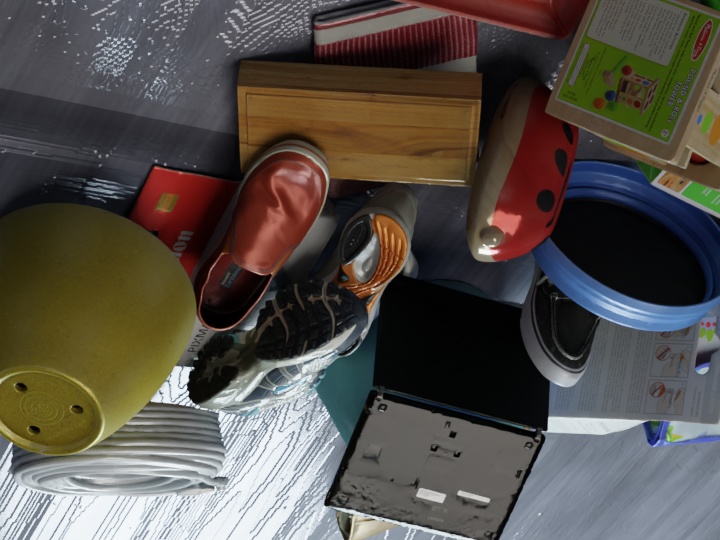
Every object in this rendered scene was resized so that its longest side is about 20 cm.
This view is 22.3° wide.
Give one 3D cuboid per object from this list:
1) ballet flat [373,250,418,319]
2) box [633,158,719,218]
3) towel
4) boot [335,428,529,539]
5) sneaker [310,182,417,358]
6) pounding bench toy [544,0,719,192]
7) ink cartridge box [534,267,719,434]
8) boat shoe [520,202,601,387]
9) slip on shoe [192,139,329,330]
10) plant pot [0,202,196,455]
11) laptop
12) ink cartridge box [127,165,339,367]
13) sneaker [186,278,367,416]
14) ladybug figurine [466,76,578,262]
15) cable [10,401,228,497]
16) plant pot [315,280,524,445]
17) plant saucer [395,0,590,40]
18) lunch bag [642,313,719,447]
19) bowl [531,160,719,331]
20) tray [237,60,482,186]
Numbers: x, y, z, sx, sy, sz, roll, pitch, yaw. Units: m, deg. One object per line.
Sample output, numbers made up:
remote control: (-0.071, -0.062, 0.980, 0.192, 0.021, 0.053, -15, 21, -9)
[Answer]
ballet flat: (-0.020, 0.046, 1.728, 0.200, 0.070, 0.069, -41, 138, 17)
box: (0.365, -0.152, 1.677, 0.176, 0.097, 0.200, 22, 121, -39)
towel: (0.031, -0.153, 1.562, 0.143, 0.023, 0.201, -15, 138, -9)
boot: (0.079, 0.219, 1.960, 0.198, 0.066, 0.176, -11, 138, -15)
sneaker: (0.000, 0.000, 1.645, 0.075, 0.092, 0.200, 35, 131, -3)
pounding bench toy: (0.273, -0.188, 1.529, 0.156, 0.124, 0.202, 15, 98, -59)
ink cartridge box: (0.261, 0.075, 1.737, 0.198, 0.161, 0.047, 1, 155, 28)
boat shoe: (0.201, 0.018, 1.698, 0.073, 0.200, 0.068, 30, 133, -11)
slip on shoe: (-0.084, -0.026, 1.539, 0.074, 0.061, 0.201, 25, 123, -16)
plant pot: (-0.245, 0.067, 1.508, 0.198, 0.143, 0.201, 4, 131, 4)
laptop: (0.074, 0.130, 1.683, 0.176, 0.103, 0.201, 15, 113, -16)
ink cartridge box: (-0.138, 0.004, 1.628, 0.175, 0.045, 0.201, 6, 131, -33)
sneaker: (-0.061, 0.073, 1.637, 0.199, 0.078, 0.086, -27, 140, 34)
ladybug figurine: (0.141, -0.082, 1.561, 0.071, 0.201, 0.137, 13, 135, 10)
cable: (-0.222, 0.163, 1.678, 0.198, 0.070, 0.200, -1, 165, -2)
plant pot: (0.072, 0.137, 1.790, 0.199, 0.162, 0.202, -14, 139, -13)
plant saucer: (0.132, -0.288, 1.444, 0.199, 0.037, 0.200, 8, 127, -34)
lunch bag: (0.363, 0.073, 1.837, 0.168, 0.127, 0.202, -3, 98, -21)
bowl: (0.245, -0.022, 1.671, 0.199, 0.201, 0.040, 0, 134, -27)
tray: (-0.001, -0.120, 1.511, 0.198, 0.037, 0.099, 3, 138, 1)
